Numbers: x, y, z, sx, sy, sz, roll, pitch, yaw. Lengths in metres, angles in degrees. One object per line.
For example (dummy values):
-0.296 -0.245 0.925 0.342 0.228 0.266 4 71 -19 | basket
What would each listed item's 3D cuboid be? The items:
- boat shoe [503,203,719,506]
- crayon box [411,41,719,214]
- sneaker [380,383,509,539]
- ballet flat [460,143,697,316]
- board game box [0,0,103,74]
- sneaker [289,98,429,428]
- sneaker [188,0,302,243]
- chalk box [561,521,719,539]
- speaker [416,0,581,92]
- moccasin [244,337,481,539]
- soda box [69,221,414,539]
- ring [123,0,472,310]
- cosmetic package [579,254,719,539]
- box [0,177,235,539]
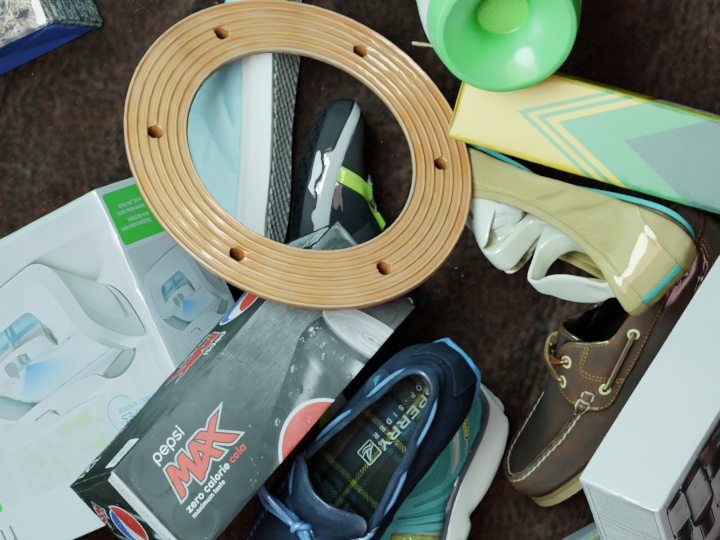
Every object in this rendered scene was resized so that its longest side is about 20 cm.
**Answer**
0.140 0.045 1.244 0.070 0.071 0.200 30 109 -25 | boat shoe
0.127 -0.080 1.225 0.198 0.127 0.051 17 98 11 | crayon box
0.017 0.146 1.263 0.077 0.079 0.202 5 72 43 | sneaker
0.099 -0.023 1.213 0.069 0.199 0.063 41 78 -35 | ballet flat
-0.273 -0.206 1.311 0.158 0.097 0.201 -24 90 12 | board game box
0.000 0.000 1.297 0.082 0.072 0.202 4 98 -8 | sneaker
-0.082 -0.104 1.293 0.081 0.074 0.202 5 93 12 | sneaker
0.162 0.201 1.200 0.124 0.200 0.124 -30 88 12 | chalk box
0.068 -0.181 1.189 0.088 0.201 0.089 -2 127 -3 | speaker
-0.016 0.115 1.197 0.080 0.068 0.201 37 106 15 | moccasin
-0.062 0.067 1.185 0.071 0.063 0.200 47 61 -11 | soda box
-0.034 -0.063 1.203 0.200 0.201 0.019 39 144 6 | ring
0.189 0.059 1.130 0.050 0.083 0.201 21 63 30 | cosmetic package
-0.168 0.062 1.290 0.199 0.097 0.178 -24 90 28 | box
